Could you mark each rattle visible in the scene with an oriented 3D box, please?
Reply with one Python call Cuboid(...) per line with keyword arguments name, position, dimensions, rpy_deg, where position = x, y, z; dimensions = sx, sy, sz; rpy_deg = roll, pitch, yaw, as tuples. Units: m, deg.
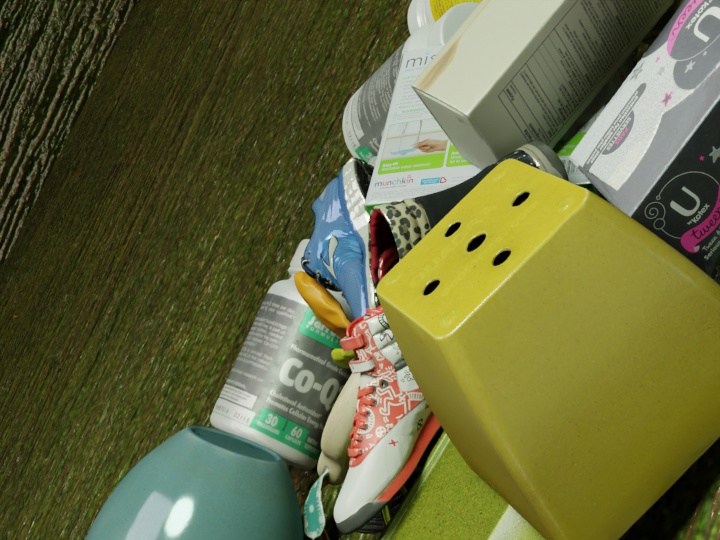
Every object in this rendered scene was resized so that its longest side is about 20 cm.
Cuboid(name="rattle", position=(-0.044, 0.127, 1.352), dimensions=(0.201, 0.142, 0.130), rpy_deg=(-62, 2, 16))

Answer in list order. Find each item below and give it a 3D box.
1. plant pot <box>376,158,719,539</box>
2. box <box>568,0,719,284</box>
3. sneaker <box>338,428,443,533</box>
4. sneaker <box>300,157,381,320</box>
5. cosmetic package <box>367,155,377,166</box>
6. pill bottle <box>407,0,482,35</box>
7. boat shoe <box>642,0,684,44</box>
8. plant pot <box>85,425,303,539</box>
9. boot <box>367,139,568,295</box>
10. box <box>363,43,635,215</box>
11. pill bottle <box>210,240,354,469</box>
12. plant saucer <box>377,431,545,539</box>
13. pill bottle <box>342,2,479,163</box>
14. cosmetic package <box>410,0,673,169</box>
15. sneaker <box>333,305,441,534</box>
Cuboid(name="plant pot", position=(0.129, 0.041, 1.019), dimensions=(0.200, 0.177, 0.200), rpy_deg=(-44, 24, -4))
Cuboid(name="box", position=(0.263, -0.113, 1.068), dimensions=(0.200, 0.114, 0.132), rpy_deg=(-53, 24, 13))
Cuboid(name="sneaker", position=(0.046, 0.135, 1.286), dimensions=(0.201, 0.075, 0.076), rpy_deg=(-59, 3, -6))
Cuboid(name="sneaker", position=(0.000, 0.000, 1.322), dimensions=(0.089, 0.078, 0.201), rpy_deg=(-38, 45, 28))
Cuboid(name="cosmetic package", position=(0.062, -0.053, 1.436), dimensions=(0.107, 0.090, 0.200), rpy_deg=(-62, 21, -16))
Cuboid(name="pill bottle", position=(0.137, -0.279, 1.520), dimensions=(0.200, 0.112, 0.113), rpy_deg=(-20, 45, 55))
Cuboid(name="boat shoe", position=(0.274, -0.208, 1.218), dimensions=(0.075, 0.068, 0.200), rpy_deg=(-65, 15, 4))
Cuboid(name="plant pot", position=(-0.132, 0.217, 1.330), dimensions=(0.200, 0.199, 0.136), rpy_deg=(24, 95, 66))
Cuboid(name="boot", position=(0.083, 0.013, 1.136), dimensions=(0.073, 0.153, 0.205), rpy_deg=(42, 144, 50))
Cuboid(name="box", position=(0.123, -0.106, 1.258), dimensions=(0.199, 0.097, 0.177), rpy_deg=(-5, 51, 25))
Cuboid(name="pill bottle", position=(-0.056, 0.080, 1.453), dimensions=(0.113, 0.113, 0.201), rpy_deg=(5, 70, 64))
Cuboid(name="plant saucer", position=(0.077, 0.205, 1.148), dimensions=(0.200, 0.048, 0.200), rpy_deg=(-59, 24, 2))
Cuboid(name="pill bottle", position=(0.072, -0.177, 1.499), dimensions=(0.200, 0.113, 0.114), rpy_deg=(-40, 29, 55))
Cuboid(name="cosmetic package", position=(0.142, -0.176, 1.159), dimensions=(0.200, 0.105, 0.071), rpy_deg=(-49, 47, -8))
Cuboid(name="sneaker", position=(0.013, 0.104, 1.210), dimensions=(0.202, 0.108, 0.067), rpy_deg=(-52, 7, -7))
